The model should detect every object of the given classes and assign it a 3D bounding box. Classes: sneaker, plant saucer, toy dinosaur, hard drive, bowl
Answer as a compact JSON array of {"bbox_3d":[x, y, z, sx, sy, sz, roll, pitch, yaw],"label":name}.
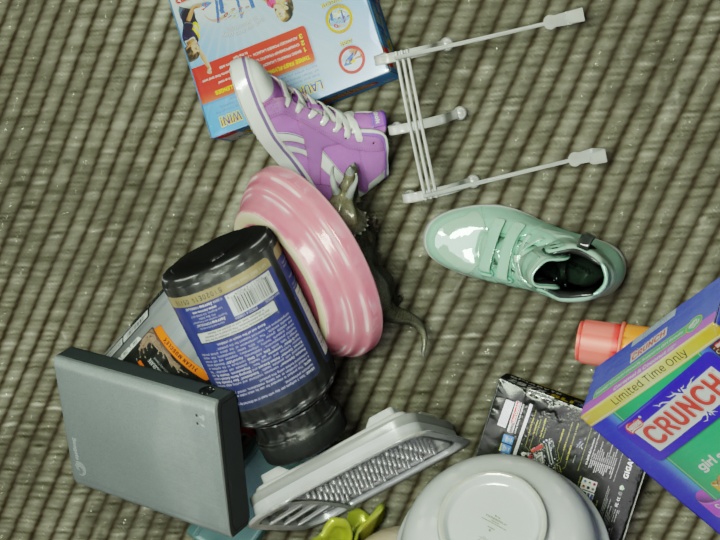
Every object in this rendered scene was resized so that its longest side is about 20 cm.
[{"bbox_3d":[0.145,-0.019,1.219,0.199,0.118,0.074,11,97,16],"label":"sneaker"},{"bbox_3d":[-0.099,0.214,1.338,0.070,0.019,0.201,35,102,-3],"label":"plant saucer"},{"bbox_3d":[0.000,0.000,1.263,0.076,0.102,0.202,-19,90,12],"label":"toy dinosaur"},{"bbox_3d":[-0.040,-0.146,1.247,0.114,0.201,0.073,-27,44,11],"label":"sneaker"},{"bbox_3d":[-0.195,0.156,1.209,0.199,0.033,0.141,11,117,32],"label":"hard drive"},{"bbox_3d":[0.120,0.239,1.152,0.199,0.091,0.202,-6,54,9],"label":"bowl"},{"bbox_3d":[-0.059,0.000,1.240,0.051,0.201,0.201,-31,82,-25],"label":"plant saucer"}]

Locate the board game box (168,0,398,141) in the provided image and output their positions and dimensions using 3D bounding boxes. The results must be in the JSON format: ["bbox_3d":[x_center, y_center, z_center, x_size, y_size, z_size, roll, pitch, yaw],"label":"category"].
[{"bbox_3d":[-0.082,-0.255,1.302,0.199,0.056,0.197,-18,88,15],"label":"board game box"}]

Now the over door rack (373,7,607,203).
[{"bbox_3d":[0.123,-0.154,1.242,0.198,0.067,0.149,-12,100,2],"label":"over door rack"}]

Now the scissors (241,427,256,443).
[{"bbox_3d":[-0.119,0.128,1.352,0.073,0.014,0.202,21,96,16],"label":"scissors"}]

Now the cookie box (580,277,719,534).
[{"bbox_3d":[0.324,0.128,1.138,0.200,0.075,0.171,40,131,-7],"label":"cookie box"}]

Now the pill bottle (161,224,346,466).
[{"bbox_3d":[-0.090,0.070,1.184,0.111,0.112,0.201,-20,106,15],"label":"pill bottle"}]

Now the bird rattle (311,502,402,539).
[{"bbox_3d":[0.031,0.322,1.255,0.162,0.112,0.201,-25,82,29],"label":"bird rattle"}]

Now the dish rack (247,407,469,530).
[{"bbox_3d":[-0.005,0.187,1.247,0.199,0.171,0.044,-29,69,14],"label":"dish rack"}]

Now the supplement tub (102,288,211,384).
[{"bbox_3d":[-0.192,0.102,1.308,0.123,0.122,0.200,47,109,9],"label":"supplement tub"}]

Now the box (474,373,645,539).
[{"bbox_3d":[0.182,0.220,1.255,0.159,0.049,0.202,18,97,16],"label":"box"}]

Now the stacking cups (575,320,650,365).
[{"bbox_3d":[0.301,0.076,1.208,0.198,0.060,0.061,11,95,17],"label":"stacking cups"}]
